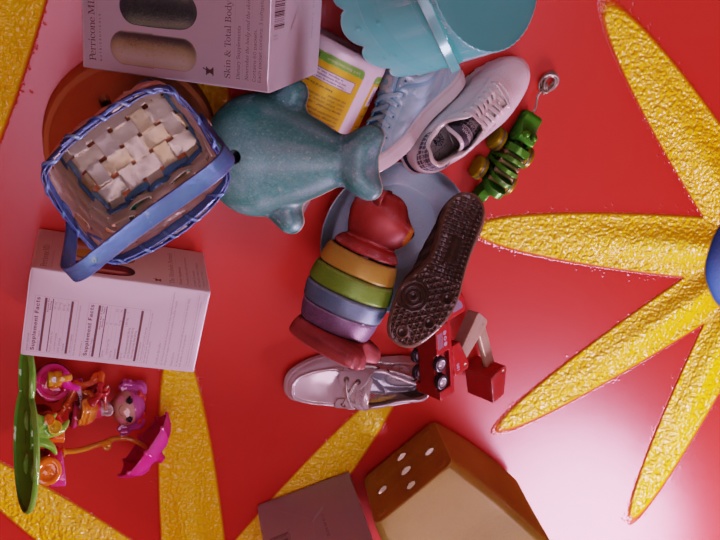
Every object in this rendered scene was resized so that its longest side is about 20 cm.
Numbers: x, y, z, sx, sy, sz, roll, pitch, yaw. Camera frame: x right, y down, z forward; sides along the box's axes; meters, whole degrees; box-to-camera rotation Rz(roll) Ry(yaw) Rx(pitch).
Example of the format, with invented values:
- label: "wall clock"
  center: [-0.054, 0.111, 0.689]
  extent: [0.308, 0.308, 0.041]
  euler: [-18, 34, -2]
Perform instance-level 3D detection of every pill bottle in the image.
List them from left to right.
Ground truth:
- label: "pill bottle"
  center: [-0.061, -0.168, 1.091]
  extent: [0.110, 0.111, 0.202]
  euler: [21, 107, -22]

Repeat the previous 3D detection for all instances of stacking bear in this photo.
- label: "stacking bear"
  center: [0.000, 0.000, 1.144]
  extent: [0.113, 0.121, 0.202]
  euler: [24, 97, 13]

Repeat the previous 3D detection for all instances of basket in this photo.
- label: "basket"
  center: [-0.201, -0.086, 0.882]
  extent: [0.175, 0.200, 0.140]
  euler: [-33, 118, 3]

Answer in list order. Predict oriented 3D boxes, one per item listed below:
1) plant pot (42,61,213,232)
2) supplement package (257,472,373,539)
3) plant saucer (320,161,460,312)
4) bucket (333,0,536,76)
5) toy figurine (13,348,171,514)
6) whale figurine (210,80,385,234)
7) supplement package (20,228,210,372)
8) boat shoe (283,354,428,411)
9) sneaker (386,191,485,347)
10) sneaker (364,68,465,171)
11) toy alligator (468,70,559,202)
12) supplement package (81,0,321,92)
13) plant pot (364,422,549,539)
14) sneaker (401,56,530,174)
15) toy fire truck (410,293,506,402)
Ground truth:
- label: "plant pot"
  center: [-0.249, -0.125, 1.046]
  extent: [0.197, 0.140, 0.203]
  euler: [-6, 116, -12]
- label: "supplement package"
  center: [-0.038, 0.434, 1.319]
  extent: [0.145, 0.192, 0.202]
  euler: [-18, 116, -5]
- label: "plant saucer"
  center: [0.042, -0.045, 1.215]
  extent: [0.198, 0.039, 0.204]
  euler: [-5, 115, -12]
- label: "bucket"
  center: [0.081, -0.308, 0.999]
  extent: [0.205, 0.134, 0.211]
  euler: [-2, 93, -41]
- label: "toy figurine"
  center: [-0.328, 0.190, 1.193]
  extent: [0.182, 0.150, 0.203]
  euler: [0, 90, -29]
- label: "whale figurine"
  center: [-0.075, -0.116, 0.986]
  extent: [0.197, 0.104, 0.162]
  euler: [8, 100, 21]
- label: "supplement package"
  center: [-0.287, 0.036, 1.120]
  extent: [0.197, 0.114, 0.111]
  euler: [8, 113, -19]
- label: "boat shoe"
  center: [-0.002, 0.153, 1.273]
  extent: [0.197, 0.069, 0.072]
  euler: [-4, 115, -13]
- label: "sneaker"
  center: [0.095, 0.003, 1.158]
  extent: [0.070, 0.076, 0.202]
  euler: [29, 86, 2]
- label: "sneaker"
  center: [0.038, -0.194, 1.106]
  extent: [0.200, 0.073, 0.082]
  euler: [-50, 123, -24]
- label: "toy alligator"
  center: [0.197, -0.156, 1.197]
  extent: [0.059, 0.054, 0.201]
  euler: [26, 104, -24]
- label: "supplement package"
  center: [-0.153, -0.274, 0.952]
  extent: [0.197, 0.151, 0.154]
  euler: [10, 111, 14]
- label: "plant pot"
  center: [0.114, 0.337, 1.325]
  extent: [0.199, 0.200, 0.177]
  euler: [-39, 106, 5]
- label: "sneaker"
  center: [0.137, -0.183, 1.140]
  extent: [0.200, 0.080, 0.077]
  euler: [-43, 105, -11]
- label: "toy fire truck"
  center: [0.130, 0.098, 1.260]
  extent: [0.140, 0.048, 0.203]
  euler: [-26, 121, -38]
